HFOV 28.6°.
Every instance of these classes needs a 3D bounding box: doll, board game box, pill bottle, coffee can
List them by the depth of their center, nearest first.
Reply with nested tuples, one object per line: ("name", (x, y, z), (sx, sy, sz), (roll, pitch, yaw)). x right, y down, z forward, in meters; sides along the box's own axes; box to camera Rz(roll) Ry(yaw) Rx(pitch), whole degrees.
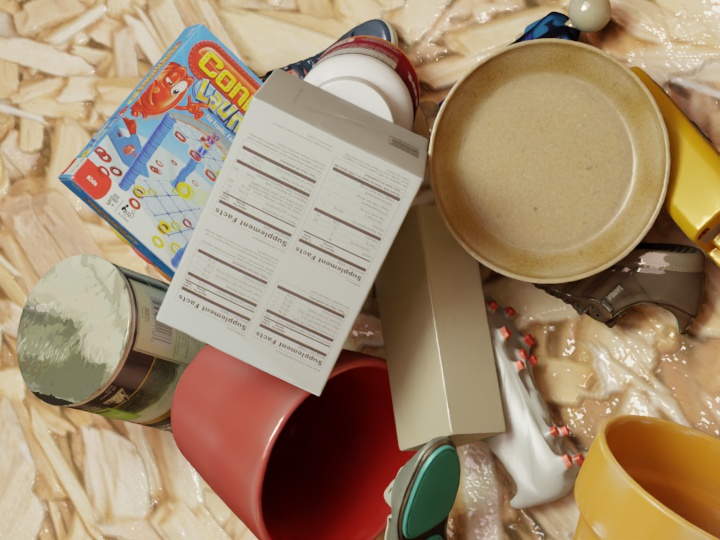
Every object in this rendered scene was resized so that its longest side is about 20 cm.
("doll", (0.149, -0.186, 1.307), (0.199, 0.048, 0.137), (-37, 27, 14))
("pill bottle", (-0.004, -0.151, 1.320), (0.112, 0.200, 0.114), (2, 107, 5))
("board game box", (-0.151, -0.097, 1.365), (0.196, 0.200, 0.056), (-52, 20, -13))
("coffee can", (-0.219, 0.078, 1.403), (0.145, 0.200, 0.148), (-10, 70, 31))

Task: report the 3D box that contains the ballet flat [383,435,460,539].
("ballet flat", (0.045, 0.215, 1.222), (0.064, 0.067, 0.201), (34, 136, 41))

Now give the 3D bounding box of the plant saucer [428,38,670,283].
("plant saucer", (0.156, -0.090, 1.179), (0.198, 0.035, 0.202), (0, 90, 5))

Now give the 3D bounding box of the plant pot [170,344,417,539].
("plant pot", (-0.070, 0.147, 1.303), (0.177, 0.200, 0.202), (23, 89, 44))

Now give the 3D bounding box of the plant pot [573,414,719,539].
("plant pot", (0.236, 0.242, 1.079), (0.200, 0.199, 0.184), (36, 112, 35))

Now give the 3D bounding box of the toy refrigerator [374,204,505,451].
("toy refrigerator", (0.068, 0.051, 1.238), (0.076, 0.070, 0.202), (-27, 67, 50))

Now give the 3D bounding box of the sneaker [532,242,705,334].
("sneaker", (0.197, 0.012, 1.225), (0.198, 0.070, 0.076), (6, 100, 30))

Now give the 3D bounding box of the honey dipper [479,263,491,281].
("honey dipper", (0.124, -0.011, 1.307), (0.200, 0.038, 0.038), (-52, 56, 12))

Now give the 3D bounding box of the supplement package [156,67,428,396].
("supplement package", (-0.052, -0.036, 1.174), (0.150, 0.152, 0.201), (25, 107, -3))

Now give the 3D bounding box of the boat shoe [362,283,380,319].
("boat shoe", (0.000, 0.000, 1.356), (0.199, 0.065, 0.073), (18, 83, 41))

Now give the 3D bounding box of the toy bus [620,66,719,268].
("toy bus", (0.280, -0.079, 1.198), (0.065, 0.078, 0.201), (-43, 58, 15))

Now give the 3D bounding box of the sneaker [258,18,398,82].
("sneaker", (-0.052, -0.191, 1.443), (0.200, 0.084, 0.075), (-40, 59, 17))

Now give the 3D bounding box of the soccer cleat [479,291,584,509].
("soccer cleat", (0.127, 0.113, 1.251), (0.077, 0.069, 0.201), (-33, 64, 24))

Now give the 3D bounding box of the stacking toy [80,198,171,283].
("stacking toy", (-0.209, -0.066, 1.439), (0.145, 0.200, 0.148), (-10, 71, 30))
